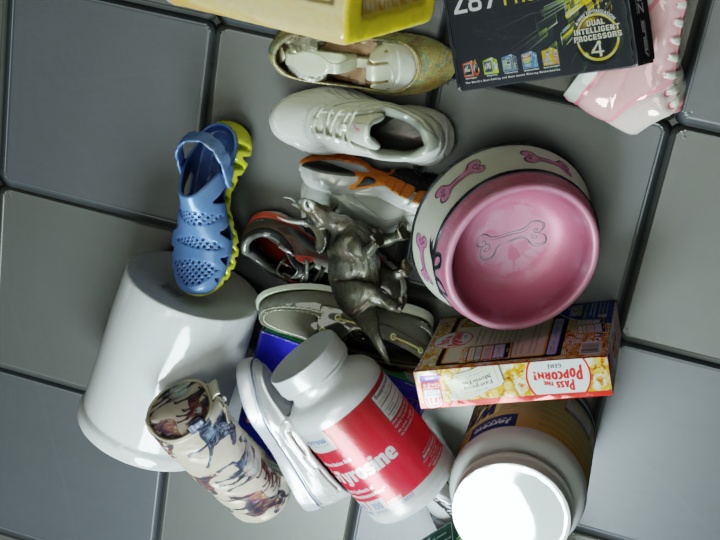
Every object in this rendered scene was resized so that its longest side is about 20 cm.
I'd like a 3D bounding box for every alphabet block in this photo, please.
[{"bbox_3d":[-0.045,-0.338,1.160,0.200,0.195,0.196,18,117,24],"label":"alphabet block"}]

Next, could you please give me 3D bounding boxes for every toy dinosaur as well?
[{"bbox_3d":[0.000,0.000,1.302,0.102,0.077,0.200,-7,111,38],"label":"toy dinosaur"}]

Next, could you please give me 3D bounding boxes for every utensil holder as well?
[{"bbox_3d":[-0.218,0.100,1.410,0.170,0.170,0.200,24,111,6],"label":"utensil holder"}]

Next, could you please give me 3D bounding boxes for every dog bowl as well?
[{"bbox_3d":[0.157,-0.027,1.263,0.200,0.074,0.200,-5,117,-11],"label":"dog bowl"}]

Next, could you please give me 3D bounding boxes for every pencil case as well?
[{"bbox_3d":[-0.148,0.201,1.354,0.089,0.078,0.200,-21,134,15],"label":"pencil case"}]

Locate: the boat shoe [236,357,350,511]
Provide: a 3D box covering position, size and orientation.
[{"bbox_3d":[-0.070,0.176,1.372,0.065,0.074,0.200,-22,112,17],"label":"boat shoe"}]

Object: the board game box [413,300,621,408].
[{"bbox_3d":[0.171,0.088,1.305,0.200,0.152,0.046,-6,108,18],"label":"board game box"}]

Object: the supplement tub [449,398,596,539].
[{"bbox_3d":[0.175,0.213,1.323,0.144,0.200,0.144,5,111,13],"label":"supplement tub"}]

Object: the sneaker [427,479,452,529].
[{"bbox_3d":[0.106,0.305,1.433,0.200,0.075,0.115,37,116,-16],"label":"sneaker"}]

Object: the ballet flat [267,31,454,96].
[{"bbox_3d":[-0.002,-0.217,1.283,0.200,0.071,0.071,10,112,11],"label":"ballet flat"}]

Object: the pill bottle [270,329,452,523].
[{"bbox_3d":[-0.001,0.164,1.311,0.112,0.112,0.200,-33,106,24],"label":"pill bottle"}]

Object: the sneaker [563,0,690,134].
[{"bbox_3d":[0.295,-0.219,1.195,0.105,0.075,0.200,38,123,4],"label":"sneaker"}]

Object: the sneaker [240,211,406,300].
[{"bbox_3d":[-0.048,0.004,1.370,0.200,0.082,0.077,22,114,7],"label":"sneaker"}]

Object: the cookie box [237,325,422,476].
[{"bbox_3d":[-0.031,0.158,1.428,0.200,0.075,0.171,19,114,7],"label":"cookie box"}]

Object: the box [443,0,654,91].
[{"bbox_3d":[0.175,-0.265,1.184,0.200,0.049,0.161,-1,103,38],"label":"box"}]

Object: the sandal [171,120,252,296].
[{"bbox_3d":[-0.175,-0.073,1.335,0.079,0.087,0.200,2,84,19],"label":"sandal"}]

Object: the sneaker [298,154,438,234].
[{"bbox_3d":[0.025,-0.063,1.338,0.200,0.076,0.092,18,122,16],"label":"sneaker"}]

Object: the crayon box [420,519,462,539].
[{"bbox_3d":[0.138,0.374,1.407,0.126,0.052,0.200,-37,116,22],"label":"crayon box"}]

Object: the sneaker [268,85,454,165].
[{"bbox_3d":[-0.004,-0.154,1.285,0.200,0.099,0.078,6,97,10],"label":"sneaker"}]

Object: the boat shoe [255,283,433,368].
[{"bbox_3d":[-0.017,0.063,1.352,0.202,0.060,0.072,10,144,-8],"label":"boat shoe"}]
